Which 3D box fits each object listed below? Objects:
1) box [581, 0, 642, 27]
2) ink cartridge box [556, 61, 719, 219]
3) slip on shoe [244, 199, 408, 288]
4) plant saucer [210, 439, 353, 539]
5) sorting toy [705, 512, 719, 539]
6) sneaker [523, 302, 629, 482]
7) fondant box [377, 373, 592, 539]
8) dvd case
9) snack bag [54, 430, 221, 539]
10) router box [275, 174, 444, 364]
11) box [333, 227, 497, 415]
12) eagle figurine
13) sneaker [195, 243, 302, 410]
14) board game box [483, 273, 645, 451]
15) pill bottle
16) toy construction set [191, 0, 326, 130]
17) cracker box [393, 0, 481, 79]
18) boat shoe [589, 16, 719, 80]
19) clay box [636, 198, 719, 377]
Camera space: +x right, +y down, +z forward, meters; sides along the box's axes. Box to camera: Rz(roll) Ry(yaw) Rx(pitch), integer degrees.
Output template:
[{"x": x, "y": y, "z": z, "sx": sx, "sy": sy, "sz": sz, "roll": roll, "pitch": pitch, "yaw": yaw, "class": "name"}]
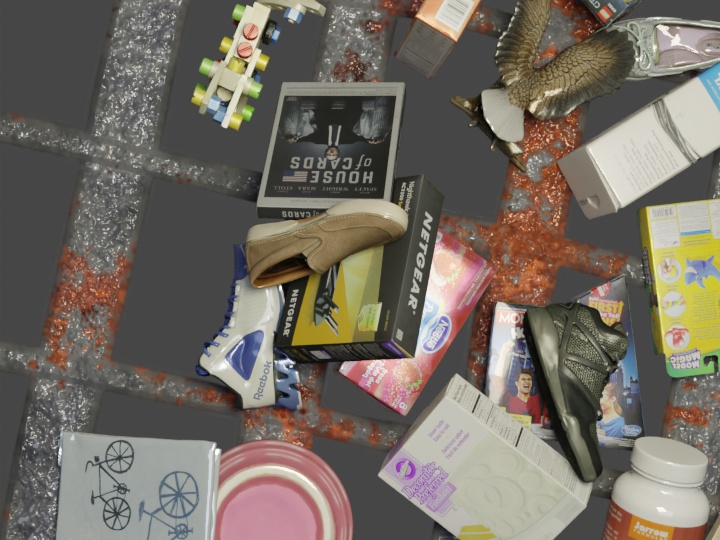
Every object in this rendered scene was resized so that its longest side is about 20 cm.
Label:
[{"x": 0.245, "y": -0.375, "z": 1.616, "sx": 0.038, "sy": 0.136, "sz": 0.200, "roll": -42, "pitch": 87, "yaw": 26, "class": "box"}, {"x": 0.341, "y": -0.149, "z": 1.608, "sx": 0.198, "sy": 0.146, "sz": 0.085, "roll": -31, "pitch": 90, "yaw": -7, "class": "ink cartridge box"}, {"x": -0.039, "y": -0.026, "z": 1.495, "sx": 0.197, "sy": 0.076, "sz": 0.061, "roll": -8, "pitch": 60, "yaw": 25, "class": "slip on shoe"}, {"x": -0.105, "y": 0.296, "z": 1.589, "sx": 0.197, "sy": 0.051, "sz": 0.204, "roll": 0, "pitch": 87, "yaw": -6, "class": "plant saucer"}, {"x": 0.506, "y": 0.319, "z": 1.631, "sx": 0.199, "sy": 0.070, "sz": 0.200, "roll": 31, "pitch": 84, "yaw": -2, "class": "sorting toy"}, {"x": 0.258, "y": 0.128, "z": 1.549, "sx": 0.113, "sy": 0.076, "sz": 0.202, "roll": -13, "pitch": 73, "yaw": -3, "class": "sneaker"}, {"x": 0.140, "y": 0.234, "z": 1.575, "sx": 0.199, "sy": 0.058, "sz": 0.145, "roll": 38, "pitch": 121, "yaw": 0, "class": "fondant box"}, {"x": -0.030, "y": -0.137, "z": 1.566, "sx": 0.148, "sy": 0.025, "sz": 0.202, "roll": 1, "pitch": 49, "yaw": 8, "class": "dvd case"}, {"x": -0.256, "y": 0.282, "z": 1.570, "sx": 0.197, "sy": 0.021, "sz": 0.192, "roll": 2, "pitch": 87, "yaw": 14, "class": "snack bag"}, {"x": 0.000, "y": 0.000, "z": 1.544, "sx": 0.155, "sy": 0.052, "sz": 0.203, "roll": -6, "pitch": 61, "yaw": 33, "class": "router box"}, {"x": 0.060, "y": 0.057, "z": 1.593, "sx": 0.095, "sy": 0.100, "sz": 0.201, "roll": 33, "pitch": 84, "yaw": -3, "class": "box"}, {"x": 0.201, "y": -0.236, "z": 1.605, "sx": 0.200, "sy": 0.151, "sz": 0.152, "roll": -44, "pitch": 59, "yaw": 15, "class": "eagle figurine"}, {"x": -0.138, "y": 0.071, "z": 1.585, "sx": 0.113, "sy": 0.081, "sz": 0.202, "roll": -12, "pitch": 89, "yaw": -8, "class": "sneaker"}, {"x": 0.242, "y": 0.099, "z": 1.627, "sx": 0.197, "sy": 0.062, "sz": 0.203, "roll": 8, "pitch": 85, "yaw": -4, "class": "board game box"}, {"x": 0.329, "y": 0.297, "z": 1.571, "sx": 0.110, "sy": 0.112, "sz": 0.203, "roll": 8, "pitch": 103, "yaw": -4, "class": "pill bottle"}, {"x": -0.124, "y": -0.252, "z": 1.581, "sx": 0.092, "sy": 0.131, "sz": 0.201, "roll": 37, "pitch": 84, "yaw": -2, "class": "toy construction set"}, {"x": 0.103, "y": -0.304, "z": 1.570, "sx": 0.057, "sy": 0.200, "sz": 0.135, "roll": 30, "pitch": 85, "yaw": -4, "class": "cracker box"}, {"x": 0.370, "y": -0.267, "z": 1.658, "sx": 0.199, "sy": 0.065, "sz": 0.076, "roll": 1, "pitch": 86, "yaw": -2, "class": "boat shoe"}, {"x": 0.398, "y": 0.020, "z": 1.652, "sx": 0.113, "sy": 0.048, "sz": 0.203, "roll": -6, "pitch": 88, "yaw": -5, "class": "clay box"}]
